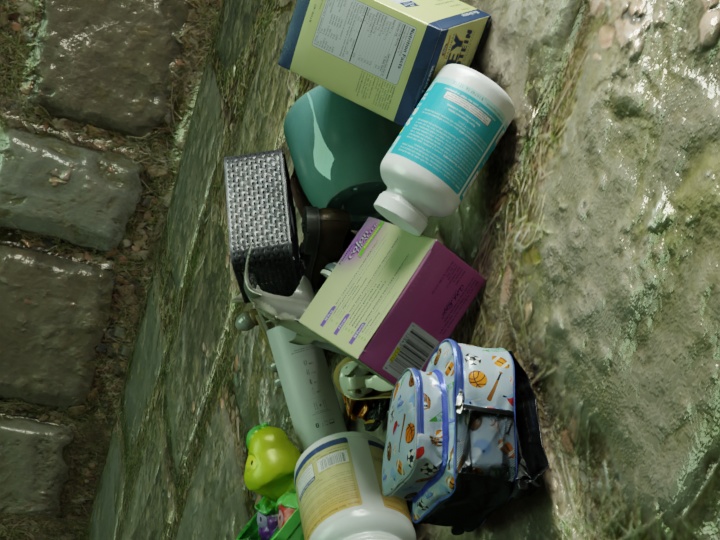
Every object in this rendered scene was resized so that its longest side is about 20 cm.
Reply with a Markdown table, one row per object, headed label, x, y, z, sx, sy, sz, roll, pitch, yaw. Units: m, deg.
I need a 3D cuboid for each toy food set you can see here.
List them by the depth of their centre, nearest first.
| label | x | y | z | sx | sy | sz | roll | pitch | yaw |
| --- | --- | --- | --- | --- | --- | --- | --- | --- | --- |
| toy food set | -0.159 | 0.129 | 1.943 | 0.144 | 0.060 | 0.201 | -50 | -63 | -81 |

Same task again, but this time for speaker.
| label | x | y | z | sx | sy | sz | roll | pitch | yaw |
| --- | --- | --- | --- | --- | --- | --- | --- | --- | --- |
| speaker | -0.083 | 0.176 | 1.755 | 0.081 | 0.081 | 0.202 | -29 | 77 | 65 |

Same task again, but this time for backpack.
| label | x | y | z | sx | sy | sz | roll | pitch | yaw |
| --- | --- | --- | --- | --- | --- | --- | --- | --- | --- |
| backpack | 0.105 | 0.176 | 1.253 | 0.200 | 0.153 | 0.192 | 128 | 158 | -57 |

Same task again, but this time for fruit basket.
| label | x | y | z | sx | sy | sz | roll | pitch | yaw |
| --- | --- | --- | --- | --- | --- | --- | --- | --- | --- |
| fruit basket | -0.125 | 0.345 | 1.713 | 0.156 | 0.216 | 0.215 | -48 | 8 | -24 |

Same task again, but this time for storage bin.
| label | x | y | z | sx | sy | sz | roll | pitch | yaw |
| --- | --- | --- | --- | --- | --- | --- | --- | --- | --- |
| storage bin | -0.145 | -0.067 | 1.697 | 0.136 | 0.093 | 0.202 | 81 | -178 | -58 |

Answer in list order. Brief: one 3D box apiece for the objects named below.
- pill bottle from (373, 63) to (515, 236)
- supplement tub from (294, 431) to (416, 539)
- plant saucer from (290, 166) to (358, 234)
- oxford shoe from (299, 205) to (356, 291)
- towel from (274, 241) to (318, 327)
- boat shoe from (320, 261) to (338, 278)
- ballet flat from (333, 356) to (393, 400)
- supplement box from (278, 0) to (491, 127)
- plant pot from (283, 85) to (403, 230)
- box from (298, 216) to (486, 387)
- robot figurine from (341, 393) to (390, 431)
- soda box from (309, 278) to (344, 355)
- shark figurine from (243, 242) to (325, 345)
| label | x | y | z | sx | sy | sz | roll | pitch | yaw |
| --- | --- | --- | --- | --- | --- | --- | --- | --- | --- |
| pill bottle | 0.097 | -0.145 | 1.388 | 0.201 | 0.110 | 0.111 | -57 | 18 | -7 |
| supplement tub | -0.006 | 0.327 | 1.474 | 0.201 | 0.143 | 0.145 | -106 | 33 | -53 |
| plant saucer | -0.054 | -0.086 | 1.777 | 0.029 | 0.200 | 0.201 | -29 | 40 | 14 |
| oxford shoe | -0.047 | -0.024 | 1.651 | 0.200 | 0.084 | 0.073 | 107 | 158 | -63 |
| towel | -0.092 | 0.042 | 1.830 | 0.034 | 0.132 | 0.201 | 28 | 146 | 30 |
| boat shoe | 0.000 | 0.000 | 1.630 | 0.062 | 0.073 | 0.200 | -60 | -19 | 5 |
| ballet flat | 0.017 | 0.143 | 1.524 | 0.199 | 0.063 | 0.069 | -12 | 89 | 46 |
| supplement box | 0.035 | -0.307 | 1.493 | 0.200 | 0.199 | 0.135 | -36 | -30 | -59 |
| plant pot | -0.006 | -0.158 | 1.663 | 0.201 | 0.199 | 0.162 | 125 | 142 | -50 |
| box | 0.037 | 0.041 | 1.456 | 0.177 | 0.096 | 0.200 | -56 | 27 | -5 |
| robot figurine | 0.021 | 0.130 | 1.625 | 0.145 | 0.058 | 0.201 | -111 | 37 | -57 |
| soda box | -0.035 | 0.058 | 1.735 | 0.200 | 0.063 | 0.069 | -85 | 13 | -73 |
| shark figurine | -0.100 | 0.039 | 1.594 | 0.128 | 0.214 | 0.090 | -16 | 51 | 52 |
